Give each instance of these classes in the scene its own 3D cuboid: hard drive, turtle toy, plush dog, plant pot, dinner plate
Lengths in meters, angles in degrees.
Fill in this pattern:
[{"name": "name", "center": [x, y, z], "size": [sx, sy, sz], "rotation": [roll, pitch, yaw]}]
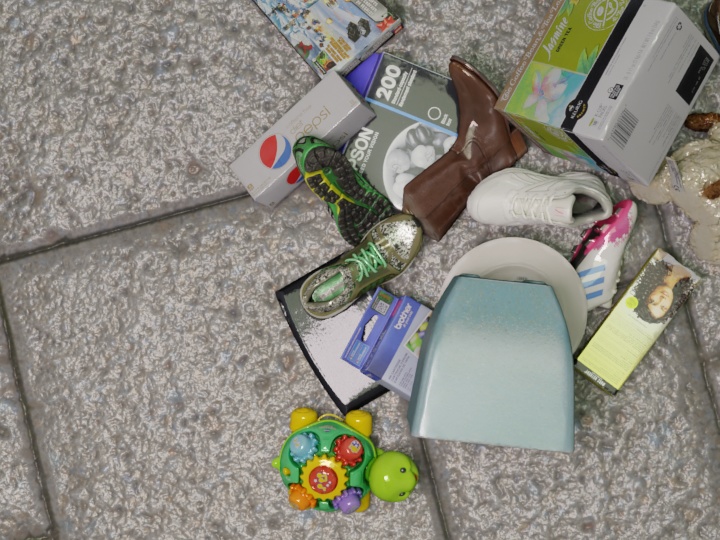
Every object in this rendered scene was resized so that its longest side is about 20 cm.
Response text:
[{"name": "hard drive", "center": [-0.020, 0.086, 1.768], "size": [0.135, 0.042, 0.200], "rotation": [-30, 85, 2]}, {"name": "turtle toy", "center": [-0.022, 0.265, 1.714], "size": [0.200, 0.101, 0.146], "rotation": [2, 102, 5]}, {"name": "plush dog", "center": [0.484, -0.134, 1.704], "size": [0.200, 0.160, 0.172], "rotation": [44, 64, 4]}, {"name": "plant pot", "center": [0.167, 0.107, 1.603], "size": [0.196, 0.196, 0.200], "rotation": [6, 91, 0]}, {"name": "dinner plate", "center": [0.202, 0.056, 1.699], "size": [0.200, 0.024, 0.200], "rotation": [0, 96, 0]}]

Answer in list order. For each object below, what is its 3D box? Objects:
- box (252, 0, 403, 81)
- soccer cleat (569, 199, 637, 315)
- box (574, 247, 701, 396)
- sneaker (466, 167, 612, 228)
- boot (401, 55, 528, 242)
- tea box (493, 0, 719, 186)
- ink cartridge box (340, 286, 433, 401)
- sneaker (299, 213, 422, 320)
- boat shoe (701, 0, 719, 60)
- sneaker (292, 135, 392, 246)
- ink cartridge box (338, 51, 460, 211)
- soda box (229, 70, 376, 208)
[{"name": "box", "center": [-0.054, -0.369, 1.783], "size": [0.137, 0.040, 0.200], "rotation": [-40, 75, 2]}, {"name": "soccer cleat", "center": [0.324, -0.001, 1.742], "size": [0.086, 0.070, 0.200], "rotation": [37, 92, -10]}, {"name": "box", "center": [0.371, 0.070, 1.735], "size": [0.075, 0.050, 0.200], "rotation": [35, 90, 6]}, {"name": "sneaker", "center": [0.244, -0.092, 1.708], "size": [0.200, 0.099, 0.078], "rotation": [-6, 109, -8]}, {"name": "boot", "center": [0.112, -0.159, 1.716], "size": [0.200, 0.064, 0.186], "rotation": [-42, 114, -10]}, {"name": "tea box", "center": [0.319, -0.245, 1.669], "size": [0.197, 0.134, 0.200], "rotation": [25, 84, 48]}, {"name": "ink cartridge box", "center": [0.086, 0.118, 1.728], "size": [0.200, 0.042, 0.119], "rotation": [31, 77, -6]}, {"name": "sneaker", "center": [0.000, 0.000, 1.698], "size": [0.200, 0.089, 0.077], "rotation": [-39, 88, 9]}, {"name": "boat shoe", "center": [0.527, -0.282, 1.732], "size": [0.072, 0.072, 0.200], "rotation": [-33, 85, 3]}, {"name": "sneaker", "center": [-0.023, -0.111, 1.726], "size": [0.078, 0.200, 0.085], "rotation": [-35, 42, -1]}, {"name": "ink cartridge box", "center": [0.038, -0.196, 1.781], "size": [0.200, 0.043, 0.198], "rotation": [22, 89, 7]}, {"name": "soda box", "center": [-0.080, -0.178, 1.756], "size": [0.200, 0.064, 0.068], "rotation": [-42, 69, 11]}]
